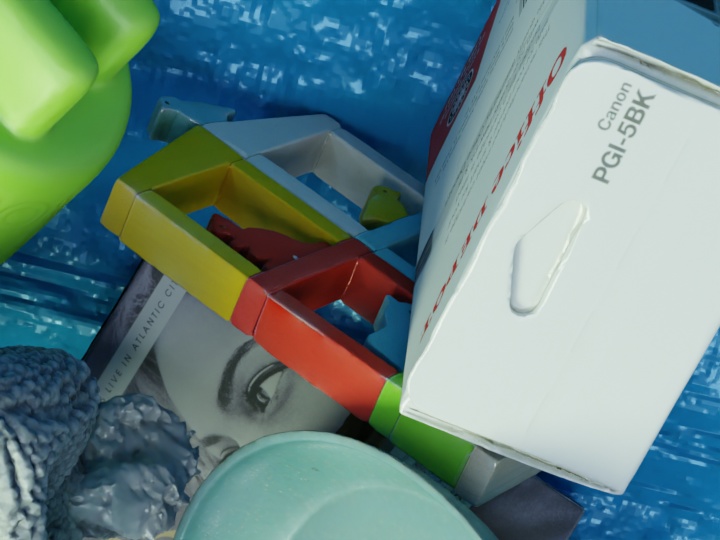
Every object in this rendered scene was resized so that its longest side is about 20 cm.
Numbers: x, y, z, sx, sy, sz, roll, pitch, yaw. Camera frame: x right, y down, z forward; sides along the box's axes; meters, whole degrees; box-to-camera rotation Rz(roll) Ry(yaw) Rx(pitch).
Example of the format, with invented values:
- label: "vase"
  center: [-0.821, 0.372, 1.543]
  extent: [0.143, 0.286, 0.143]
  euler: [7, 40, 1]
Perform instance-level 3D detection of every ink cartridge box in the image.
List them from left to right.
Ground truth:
- label: "ink cartridge box"
  center: [0.082, -0.043, 0.993]
  extent: [0.083, 0.200, 0.147]
  euler: [23, 118, -8]

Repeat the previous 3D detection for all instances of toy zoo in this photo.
- label: "toy zoo"
  center: [0.000, 0.000, 1.034]
  extent: [0.200, 0.131, 0.021]
  euler: [36, 119, 21]

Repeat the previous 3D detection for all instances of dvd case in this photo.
- label: "dvd case"
  center: [-0.033, 0.103, 1.144]
  extent: [0.200, 0.016, 0.149]
  euler: [33, 87, -9]

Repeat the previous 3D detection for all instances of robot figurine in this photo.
- label: "robot figurine"
  center: [-0.158, -0.049, 1.027]
  extent: [0.116, 0.176, 0.200]
  euler: [47, 129, -6]

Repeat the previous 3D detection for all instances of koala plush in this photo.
- label: "koala plush"
  center: [-0.152, 0.091, 1.012]
  extent: [0.176, 0.200, 0.185]
  euler: [-6, 109, 11]

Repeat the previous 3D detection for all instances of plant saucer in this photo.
- label: "plant saucer"
  center: [0.010, 0.147, 0.989]
  extent: [0.199, 0.036, 0.201]
  euler: [17, 113, 44]

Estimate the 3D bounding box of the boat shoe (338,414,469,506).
- label: "boat shoe"
  center: [0.007, 0.095, 1.104]
  extent: [0.065, 0.072, 0.200]
  euler: [42, 81, -16]
